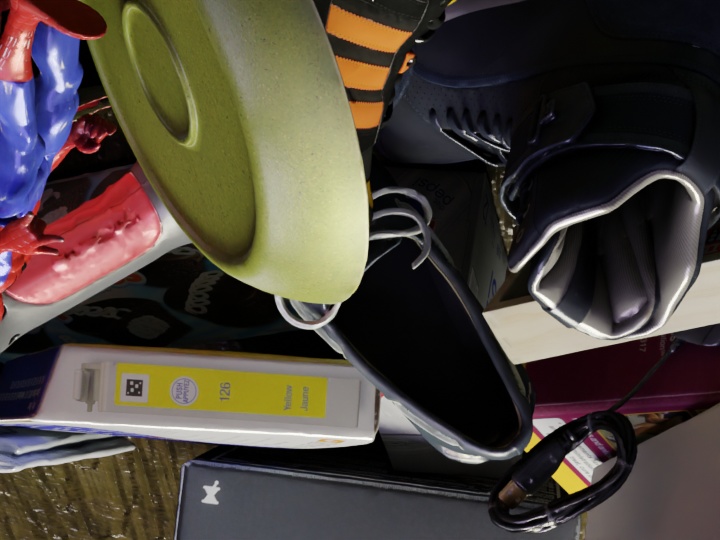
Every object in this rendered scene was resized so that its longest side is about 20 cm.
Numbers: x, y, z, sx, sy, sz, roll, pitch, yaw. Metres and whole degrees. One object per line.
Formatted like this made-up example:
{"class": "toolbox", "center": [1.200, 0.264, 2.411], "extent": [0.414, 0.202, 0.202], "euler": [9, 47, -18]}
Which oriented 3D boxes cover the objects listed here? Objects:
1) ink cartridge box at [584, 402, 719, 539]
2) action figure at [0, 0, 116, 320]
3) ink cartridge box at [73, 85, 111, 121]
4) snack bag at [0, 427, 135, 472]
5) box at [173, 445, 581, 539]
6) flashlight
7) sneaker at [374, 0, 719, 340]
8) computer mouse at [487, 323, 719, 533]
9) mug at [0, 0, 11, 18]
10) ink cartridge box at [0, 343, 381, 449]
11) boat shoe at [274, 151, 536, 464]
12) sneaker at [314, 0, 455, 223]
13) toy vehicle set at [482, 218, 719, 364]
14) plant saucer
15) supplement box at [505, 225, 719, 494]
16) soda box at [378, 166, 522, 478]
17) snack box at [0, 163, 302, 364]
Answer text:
{"class": "ink cartridge box", "center": [0.180, 0.173, 0.968], "extent": [0.146, 0.201, 0.146], "euler": [20, 153, -20]}
{"class": "action figure", "center": [-0.117, -0.036, 0.824], "extent": [0.052, 0.066, 0.200], "euler": [28, 139, -4]}
{"class": "ink cartridge box", "center": [-0.169, -0.037, 0.984], "extent": [0.199, 0.050, 0.161], "euler": [-6, -167, 31]}
{"class": "snack bag", "center": [-0.241, 0.085, 1.273], "extent": [0.199, 0.022, 0.189], "euler": [6, -178, 13]}
{"class": "box", "center": [0.009, 0.161, 1.232], "extent": [0.199, 0.124, 0.198], "euler": [7, 179, 5]}
{"class": "flashlight", "center": [-0.132, -0.008, 0.998], "extent": [0.068, 0.199, 0.068], "euler": [63, 170, -20]}
{"class": "sneaker", "center": [0.062, -0.039, 0.896], "extent": [0.077, 0.147, 0.202], "euler": [26, 150, -31]}
{"class": "computer mouse", "center": [0.121, 0.029, 0.979], "extent": [0.059, 0.200, 0.034], "euler": [38, 177, 42]}
{"class": "mug", "center": [-0.196, -0.075, 0.833], "extent": [0.177, 0.134, 0.200], "euler": [15, -162, 12]}
{"class": "ink cartridge box", "center": [-0.112, 0.059, 1.120], "extent": [0.199, 0.047, 0.198], "euler": [7, 175, -15]}
{"class": "boat shoe", "center": [0.000, 0.000, 0.976], "extent": [0.200, 0.075, 0.062], "euler": [54, 176, -7]}
{"class": "sneaker", "center": [0.003, -0.088, 0.867], "extent": [0.089, 0.070, 0.201], "euler": [-10, 133, 1]}
{"class": "toy vehicle set", "center": [0.156, -0.026, 0.910], "extent": [0.199, 0.124, 0.027], "euler": [-14, 115, 38]}
{"class": "plant saucer", "center": [-0.060, -0.075, 0.837], "extent": [0.031, 0.200, 0.200], "euler": [-25, 159, -18]}
{"class": "supplement box", "center": [0.175, 0.040, 1.046], "extent": [0.199, 0.104, 0.131], "euler": [-6, 148, 29]}
{"class": "soda box", "center": [0.036, 0.029, 1.118], "extent": [0.068, 0.064, 0.200], "euler": [4, 152, 13]}
{"class": "snack box", "center": [-0.127, 0.000, 1.149], "extent": [0.199, 0.037, 0.116], "euler": [-10, 147, 34]}
